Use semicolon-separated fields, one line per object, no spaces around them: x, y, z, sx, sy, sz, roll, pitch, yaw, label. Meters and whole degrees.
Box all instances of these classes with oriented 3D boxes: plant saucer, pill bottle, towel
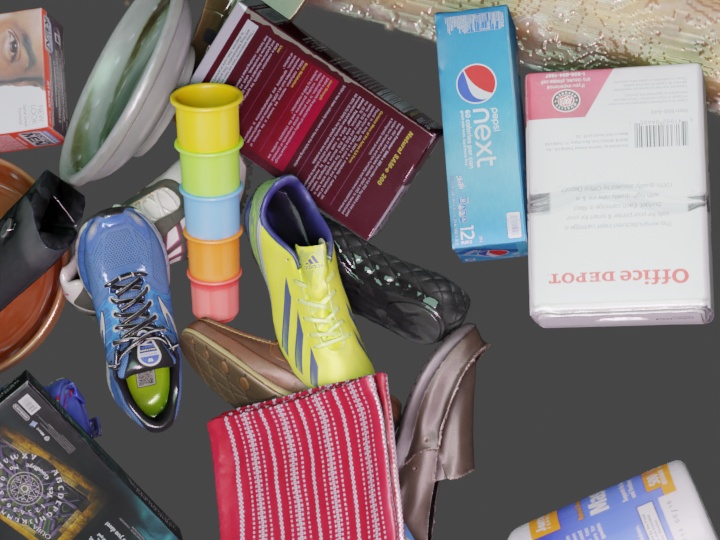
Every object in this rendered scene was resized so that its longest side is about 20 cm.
-0.186;-0.153;1.680;0.050;0.200;0.201;27;87;-20;plant saucer
0.182;0.235;1.558;0.199;0.112;0.113;-24;77;7;pill bottle
-0.346;-0.002;1.748;0.199;0.032;0.202;-2;81;12;plant saucer
-0.046;0.167;1.577;0.199;0.022;0.146;-18;74;43;towel

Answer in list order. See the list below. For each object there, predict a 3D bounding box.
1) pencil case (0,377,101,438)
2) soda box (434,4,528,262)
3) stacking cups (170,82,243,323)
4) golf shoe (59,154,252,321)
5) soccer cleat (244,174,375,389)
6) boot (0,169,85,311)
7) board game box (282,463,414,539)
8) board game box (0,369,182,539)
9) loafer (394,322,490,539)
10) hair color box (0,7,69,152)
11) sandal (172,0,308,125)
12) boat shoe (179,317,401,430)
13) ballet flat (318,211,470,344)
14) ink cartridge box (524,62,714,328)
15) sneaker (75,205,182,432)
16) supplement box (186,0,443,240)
-0.326;0.133;1.697;0.199;0.078;0.087;-4;55;11;pencil case
0.103;-0.113;1.654;0.064;0.068;0.201;-5;80;10;soda box
-0.125;-0.050;1.647;0.060;0.061;0.201;7;115;13;stacking cups
-0.171;-0.037;1.690;0.077;0.088;0.200;43;90;16;golf shoe
-0.039;0.017;1.608;0.064;0.084;0.201;-17;75;-26;soccer cleat
-0.305;0.031;1.621;0.200;0.066;0.165;-36;40;25;boot
-0.002;0.271;1.595;0.151;0.037;0.201;-42;74;34;board game box
-0.260;0.195;1.640;0.135;0.028;0.200;-38;114;3;board game box
0.065;0.140;1.625;0.071;0.073;0.201;23;96;10;loafer
-0.362;-0.158;1.760;0.199;0.064;0.112;-7;79;9;hair color box
-0.100;-0.207;1.723;0.080;0.054;0.201;32;103;7;sandal
-0.057;0.093;1.659;0.199;0.072;0.068;29;59;13;boat shoe
0.000;0.000;1.674;0.199;0.057;0.067;32;127;17;ballet flat
0.210;-0.056;1.615;0.145;0.085;0.201;-2;79;11;ink cartridge box
-0.178;0.042;1.632;0.078;0.089;0.201;-17;115;-13;sneaker
-0.041;-0.127;1.663;0.200;0.061;0.109;36;105;6;supplement box
